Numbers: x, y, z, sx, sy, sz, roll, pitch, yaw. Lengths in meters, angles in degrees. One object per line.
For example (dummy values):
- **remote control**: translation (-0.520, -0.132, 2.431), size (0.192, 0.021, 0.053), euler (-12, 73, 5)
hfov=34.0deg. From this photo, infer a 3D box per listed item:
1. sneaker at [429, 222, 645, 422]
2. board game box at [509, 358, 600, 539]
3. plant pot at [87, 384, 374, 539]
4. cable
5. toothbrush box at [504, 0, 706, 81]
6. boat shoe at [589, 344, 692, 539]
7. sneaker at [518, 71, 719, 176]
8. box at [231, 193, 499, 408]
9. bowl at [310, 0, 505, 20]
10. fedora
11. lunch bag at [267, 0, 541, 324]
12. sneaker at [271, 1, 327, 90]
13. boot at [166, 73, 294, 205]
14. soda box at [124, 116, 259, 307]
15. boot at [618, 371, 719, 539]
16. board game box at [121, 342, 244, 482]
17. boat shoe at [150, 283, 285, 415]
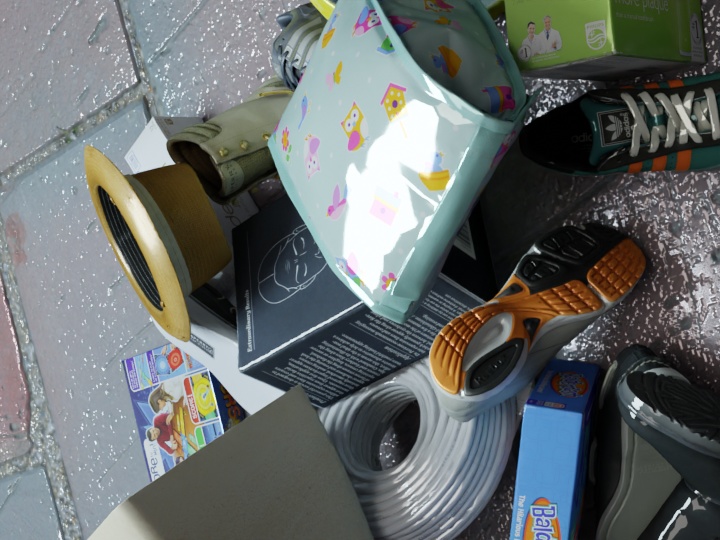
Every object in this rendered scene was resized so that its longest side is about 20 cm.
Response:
- **sneaker**: translation (0.130, 0.040, 0.900), size (0.076, 0.200, 0.092), euler (50, 162, 23)
- **board game box**: translation (0.145, 0.181, 0.895), size (0.045, 0.152, 0.200), euler (8, 101, 15)
- **plant pot**: translation (-0.099, 0.243, 0.915), size (0.177, 0.200, 0.200), euler (51, 133, 9)
- **cable**: translation (0.037, 0.140, 0.986), size (0.200, 0.069, 0.200), euler (-2, 62, 44)
- **toothbrush box**: translation (0.168, -0.241, 0.835), size (0.086, 0.145, 0.200), euler (-6, 90, 40)
- **boat shoe**: translation (0.212, 0.152, 0.899), size (0.060, 0.075, 0.200), euler (-114, 28, -63)
- **sneaker**: translation (0.208, -0.102, 0.858), size (0.200, 0.080, 0.072), euler (-10, 89, 39)
- **box**: translation (0.000, 0.000, 0.976), size (0.200, 0.107, 0.149), euler (-29, 50, 29)
- **bowl**: translation (0.041, -0.249, 0.949), size (0.200, 0.200, 0.108), euler (58, 169, 19)
- **fedora**: translation (-0.165, -0.034, 1.007), size (0.201, 0.082, 0.201), euler (53, 160, 29)
- **lunch bag**: translation (0.032, -0.086, 0.797), size (0.171, 0.122, 0.200), euler (-61, 33, 31)
- **sneaker**: translation (-0.033, -0.166, 0.992), size (0.081, 0.200, 0.074), euler (-12, 128, 8)
- **boot**: translation (-0.057, -0.105, 1.022), size (0.200, 0.155, 0.072), euler (26, 137, 38)
- **soda box**: translation (-0.151, -0.059, 1.166), size (0.064, 0.068, 0.200), euler (-46, 67, 34)
- **boot**: translation (0.216, 0.184, 0.852), size (0.165, 0.066, 0.200), euler (23, 117, -9)
- **board game box**: translation (-0.176, 0.174, 1.233), size (0.135, 0.034, 0.200), euler (-19, 82, 39)
- **boat shoe**: translation (-0.110, 0.067, 1.070), size (0.200, 0.057, 0.069), euler (36, 134, 27)
